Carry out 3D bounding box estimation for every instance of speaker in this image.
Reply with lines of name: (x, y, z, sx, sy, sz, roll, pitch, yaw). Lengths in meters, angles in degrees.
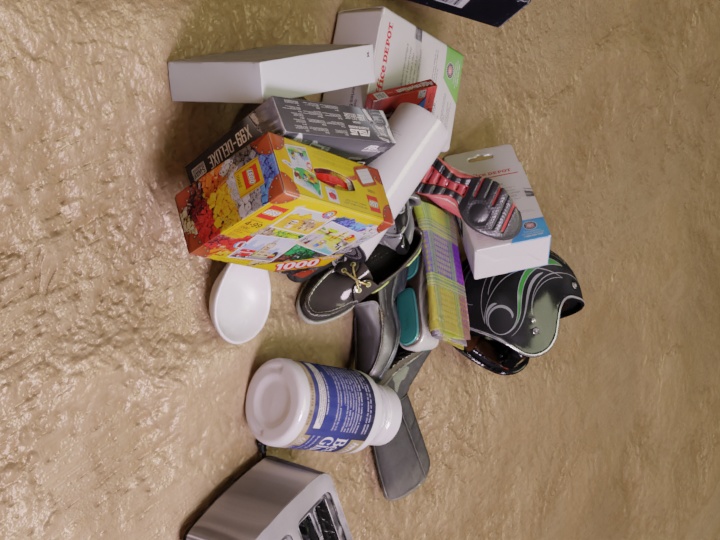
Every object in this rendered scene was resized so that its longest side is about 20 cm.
speaker: (0.028, -0.113, 1.461, 0.200, 0.081, 0.081, -56, 134, -18)

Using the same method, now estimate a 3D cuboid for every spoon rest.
spoon rest: (-0.150, -0.008, 1.413, 0.099, 0.060, 0.201, -23, 111, -47)

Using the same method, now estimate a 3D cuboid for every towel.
towel: (0.116, 0.008, 1.661, 0.143, 0.023, 0.201, 20, 61, -64)

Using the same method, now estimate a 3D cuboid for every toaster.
toaster: (-0.112, 0.343, 1.457, 0.181, 0.118, 0.201, -41, 124, -41)

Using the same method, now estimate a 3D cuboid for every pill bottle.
pill bottle: (-0.041, 0.179, 1.514, 0.199, 0.111, 0.112, 14, 84, -44)

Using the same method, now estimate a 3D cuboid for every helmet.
helmet: (0.236, 0.048, 1.789, 0.200, 0.199, 0.191, 47, 62, -43)

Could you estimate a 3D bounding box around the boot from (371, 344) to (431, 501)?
boot: (0.069, 0.209, 1.702, 0.182, 0.072, 0.201, -38, 117, -25)

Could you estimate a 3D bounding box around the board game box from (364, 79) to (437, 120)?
board game box: (0.040, -0.159, 1.564, 0.103, 0.019, 0.201, -18, 139, -28)

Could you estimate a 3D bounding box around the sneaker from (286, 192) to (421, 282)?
sneaker: (0.001, -0.041, 1.508, 0.200, 0.115, 0.075, -48, 156, -8)

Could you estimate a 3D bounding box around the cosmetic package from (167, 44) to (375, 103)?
cosmetic package: (-0.101, -0.233, 1.372, 0.200, 0.150, 0.052, -21, 110, -47)

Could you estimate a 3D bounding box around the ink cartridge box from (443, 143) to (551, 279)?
ink cartridge box: (0.200, -0.091, 1.745, 0.067, 0.115, 0.201, 83, -5, -49)

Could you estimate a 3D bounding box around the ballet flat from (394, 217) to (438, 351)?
ballet flat: (0.081, 0.023, 1.667, 0.069, 0.069, 0.201, 26, 54, -49)

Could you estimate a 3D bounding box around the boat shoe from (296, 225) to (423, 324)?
boat shoe: (0.000, 0.000, 1.558, 0.201, 0.061, 0.072, -37, 92, -24)

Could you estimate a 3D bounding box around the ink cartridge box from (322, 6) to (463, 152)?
ink cartridge box: (0.047, -0.258, 1.604, 0.200, 0.084, 0.146, 17, 81, -51)

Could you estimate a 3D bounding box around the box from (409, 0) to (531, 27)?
box: (0.138, -0.465, 1.593, 0.199, 0.123, 0.199, 14, 82, -13)

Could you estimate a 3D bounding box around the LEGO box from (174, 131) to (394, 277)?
LEGO box: (-0.083, -0.068, 1.310, 0.200, 0.149, 0.078, 12, 55, -53)

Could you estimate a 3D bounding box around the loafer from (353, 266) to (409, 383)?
loafer: (0.013, 0.057, 1.622, 0.072, 0.073, 0.201, 20, 69, -41)

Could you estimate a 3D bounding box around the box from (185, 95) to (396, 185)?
box: (-0.079, -0.134, 1.359, 0.200, 0.157, 0.050, -2, 65, -52)

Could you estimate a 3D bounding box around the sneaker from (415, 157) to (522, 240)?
sneaker: (0.147, -0.114, 1.678, 0.074, 0.200, 0.087, -59, 173, 8)

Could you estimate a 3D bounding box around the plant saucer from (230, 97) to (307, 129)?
plant saucer: (-0.093, -0.132, 1.491, 0.200, 0.032, 0.201, -8, 101, -49)
